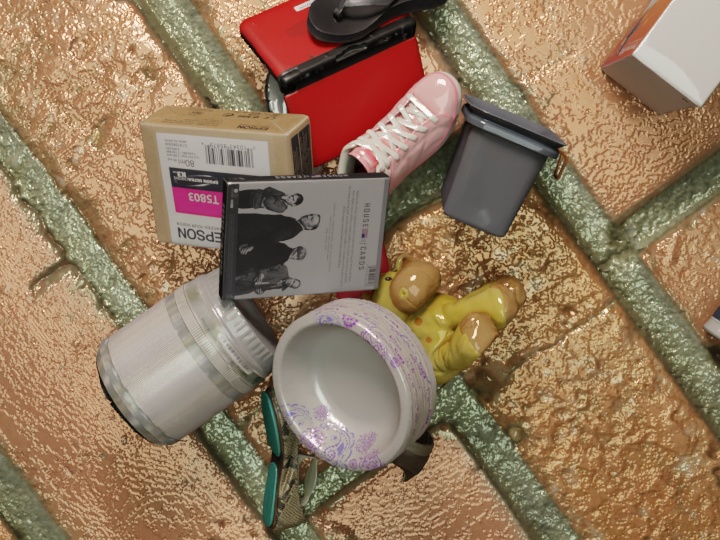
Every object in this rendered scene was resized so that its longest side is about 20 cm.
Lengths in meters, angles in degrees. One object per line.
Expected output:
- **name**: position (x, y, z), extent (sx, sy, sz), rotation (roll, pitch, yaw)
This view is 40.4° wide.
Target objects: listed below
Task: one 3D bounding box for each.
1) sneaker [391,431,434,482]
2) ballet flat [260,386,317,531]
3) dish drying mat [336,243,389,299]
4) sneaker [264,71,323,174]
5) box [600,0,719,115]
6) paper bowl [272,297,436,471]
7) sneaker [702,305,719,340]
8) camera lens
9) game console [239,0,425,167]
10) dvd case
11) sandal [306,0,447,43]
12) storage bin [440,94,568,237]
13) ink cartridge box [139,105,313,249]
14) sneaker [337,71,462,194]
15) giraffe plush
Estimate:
- **sneaker**: position (-0.005, 0.218, 1.295), extent (0.199, 0.070, 0.076), rotation (25, 110, 4)
- **ballet flat**: position (-0.094, 0.248, 1.306), extent (0.075, 0.068, 0.201), rotation (-5, 101, -22)
- **dish drying mat**: position (0.000, 0.000, 1.302), extent (0.076, 0.018, 0.201), rotation (-12, 94, -2)
- **sneaker**: position (-0.070, -0.163, 1.261), extent (0.087, 0.075, 0.201), rotation (-9, 96, -5)
- **box**: position (0.415, -0.308, 1.211), extent (0.106, 0.152, 0.200), rotation (36, 93, -4)
- **paper bowl**: position (0.000, 0.131, 1.184), extent (0.200, 0.104, 0.202), rotation (13, 114, 31)
- **sneaker**: position (0.576, 0.073, 1.284), extent (0.202, 0.077, 0.147), rotation (33, 97, -2)
- **camera lens**: position (-0.218, 0.111, 1.237), extent (0.200, 0.160, 0.160), rotation (-34, 94, 3)
- **game console**: position (-0.030, -0.260, 1.247), extent (0.199, 0.119, 0.173), rotation (-29, 64, -21)
- **dvd case**: position (-0.067, -0.041, 1.161), extent (0.199, 0.025, 0.151), rotation (-4, 116, -21)
- **sandal**: position (0.020, -0.339, 1.205), extent (0.199, 0.043, 0.076), rotation (-26, 63, -19)
- **storage bin**: position (0.170, -0.125, 1.213), extent (0.145, 0.200, 0.135), rotation (22, 106, -3)
- **ink cartridge box**: position (-0.160, -0.111, 1.206), extent (0.199, 0.075, 0.166), rotation (6, 118, 18)
- **sneaker**: position (0.044, -0.160, 1.207), extent (0.075, 0.105, 0.200), rotation (44, 110, 12)
- **giraffe plush**: position (0.088, 0.052, 1.249), extent (0.162, 0.173, 0.200), rotation (44, 118, 5)
